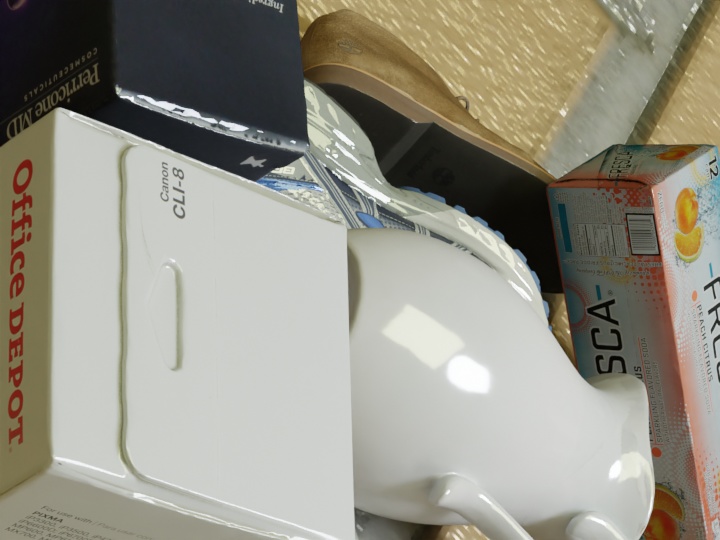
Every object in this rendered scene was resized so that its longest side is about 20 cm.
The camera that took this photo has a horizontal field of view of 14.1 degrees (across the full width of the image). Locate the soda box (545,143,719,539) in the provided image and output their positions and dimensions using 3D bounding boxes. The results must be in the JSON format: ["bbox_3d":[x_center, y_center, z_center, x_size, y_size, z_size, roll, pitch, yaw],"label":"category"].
[{"bbox_3d":[0.147,0.041,1.424,0.068,0.063,0.201,-30,116,-48],"label":"soda box"}]

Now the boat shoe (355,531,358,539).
[{"bbox_3d":[-0.004,0.189,1.249,0.066,0.072,0.201,-5,64,-41],"label":"boat shoe"}]

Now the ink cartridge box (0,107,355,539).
[{"bbox_3d":[-0.117,0.058,1.107,0.144,0.200,0.146,20,56,-36],"label":"ink cartridge box"}]

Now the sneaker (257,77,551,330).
[{"bbox_3d":[0.000,0.000,1.362,0.200,0.077,0.085,37,56,-14],"label":"sneaker"}]

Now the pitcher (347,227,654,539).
[{"bbox_3d":[0.049,0.077,1.275,0.200,0.121,0.172,30,27,-35],"label":"pitcher"}]

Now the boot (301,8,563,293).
[{"bbox_3d":[0.050,-0.061,1.440,0.200,0.074,0.076,34,38,-24],"label":"boot"}]

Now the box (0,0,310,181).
[{"bbox_3d":[-0.111,-0.121,1.250,0.104,0.148,0.201,15,58,-39],"label":"box"}]
